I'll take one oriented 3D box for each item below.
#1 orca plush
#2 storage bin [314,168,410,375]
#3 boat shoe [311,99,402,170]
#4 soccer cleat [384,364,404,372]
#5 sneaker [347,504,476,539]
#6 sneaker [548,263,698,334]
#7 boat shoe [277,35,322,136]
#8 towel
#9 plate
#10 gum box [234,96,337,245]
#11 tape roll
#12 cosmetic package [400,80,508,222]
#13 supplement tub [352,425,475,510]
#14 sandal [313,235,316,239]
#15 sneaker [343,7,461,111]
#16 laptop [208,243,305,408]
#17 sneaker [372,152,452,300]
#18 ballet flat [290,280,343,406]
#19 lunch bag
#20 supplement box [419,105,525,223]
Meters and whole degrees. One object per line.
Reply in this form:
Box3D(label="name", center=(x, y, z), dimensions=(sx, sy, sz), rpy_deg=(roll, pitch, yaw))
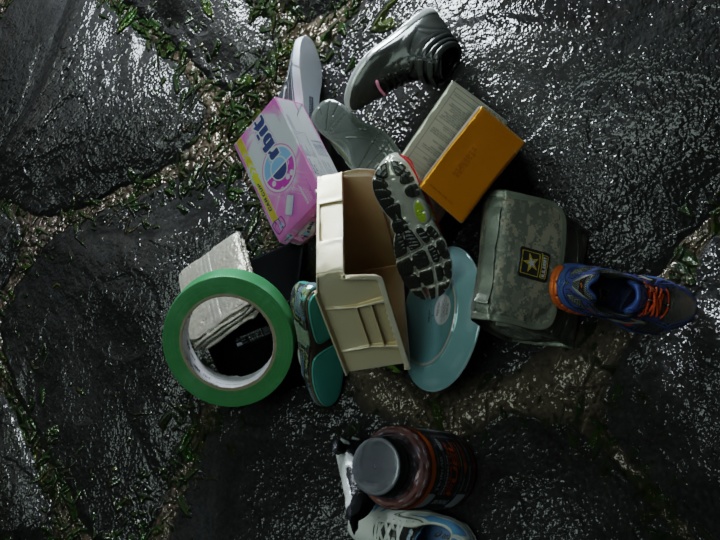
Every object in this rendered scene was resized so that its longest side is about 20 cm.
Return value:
Box3D(label="orca plush", center=(0.008, 0.278, 1.368), dimensions=(0.070, 0.200, 0.107), rpy_deg=(-20, 94, 2))
Box3D(label="storage bin", center=(0.000, 0.000, 1.346), dimensions=(0.092, 0.200, 0.202), rpy_deg=(-9, 46, 8))
Box3D(label="boat shoe", center=(0.004, -0.186, 1.530), dimensions=(0.201, 0.065, 0.075), rpy_deg=(41, 89, 27))
Box3D(label="soccer cleat", center=(0.010, 0.065, 1.464), dimensions=(0.081, 0.068, 0.200), rpy_deg=(-43, 59, 2))
Box3D(label="sneaker", center=(0.062, 0.357, 1.358), dimensions=(0.197, 0.072, 0.073), rpy_deg=(2, 81, 34))
Box3D(label="sneaker", center=(0.328, 0.038, 1.208), dimensions=(0.078, 0.196, 0.077), rpy_deg=(-175, 92, -72))
Box3D(label="boat shoe", center=(-0.105, -0.278, 1.612), dimensions=(0.067, 0.071, 0.204), rpy_deg=(-5, 83, 29))
Box3D(label="towel", center=(-0.225, 0.033, 1.591), dimensions=(0.132, 0.035, 0.201), rpy_deg=(-33, 40, 11))
Box3D(label="plate", center=(0.102, 0.064, 1.371), dimensions=(0.200, 0.025, 0.204), rpy_deg=(-36, 48, 53))
Box3D(label="gum box", center=(-0.104, -0.148, 1.521), dimensions=(0.113, 0.066, 0.202), rpy_deg=(-42, 62, 31))
Box3D(label="tape roll", center=(-0.195, 0.101, 1.488), dimensions=(0.196, 0.048, 0.204), rpy_deg=(1, 106, 3))
Box3D(label="cosmetic package", center=(0.114, -0.158, 1.421), dimensions=(0.105, 0.071, 0.201), rpy_deg=(37, 100, 1))
Box3D(label="supplement tub", center=(0.068, 0.259, 1.300), dimensions=(0.105, 0.199, 0.109), rpy_deg=(-7, 76, 30))
Box3D(label="sandal", center=(-0.049, -0.072, 1.539), dimensions=(0.198, 0.048, 0.077), rpy_deg=(11, 85, 34))
Box3D(label="sneaker", center=(0.067, -0.297, 1.490), dimensions=(0.200, 0.071, 0.099), rpy_deg=(-42, 57, 1))
Box3D(label="laptop", center=(-0.144, 0.084, 1.587), dimensions=(0.185, 0.116, 0.203), rpy_deg=(-22, 97, 26))
Box3D(label="sneaker", center=(0.078, -0.062, 1.324), dimensions=(0.076, 0.085, 0.203), rpy_deg=(-12, 106, 18))
Box3D(label="ballet flat", center=(-0.067, 0.103, 1.465), dimensions=(0.073, 0.074, 0.203), rpy_deg=(15, 121, 33))
Box3D(label="lunch bag", center=(0.209, 0.001, 1.270), dimensions=(0.116, 0.199, 0.167), rpy_deg=(4, 80, 32))
Box3D(label="supplement box", center=(0.143, -0.140, 1.282), dimensions=(0.073, 0.200, 0.127), rpy_deg=(38, 102, -1))
